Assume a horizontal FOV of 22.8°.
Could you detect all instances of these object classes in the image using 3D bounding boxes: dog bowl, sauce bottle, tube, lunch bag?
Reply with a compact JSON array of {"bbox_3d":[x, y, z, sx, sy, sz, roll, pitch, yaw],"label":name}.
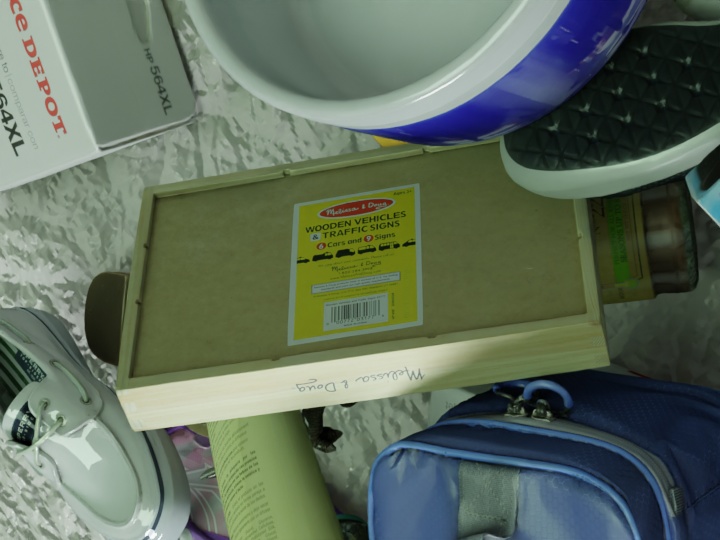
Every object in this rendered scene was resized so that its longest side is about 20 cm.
[{"bbox_3d":[0.023,-0.153,0.720,0.199,0.079,0.201,-6,80,35],"label":"dog bowl"},{"bbox_3d":[0.051,-0.008,0.811,0.199,0.065,0.065,-9,103,11],"label":"sauce bottle"},{"bbox_3d":[-0.039,0.093,0.784,0.058,0.052,0.201,-31,54,14],"label":"tube"},{"bbox_3d":[0.084,0.136,0.737,0.135,0.132,0.201,5,110,35],"label":"lunch bag"}]

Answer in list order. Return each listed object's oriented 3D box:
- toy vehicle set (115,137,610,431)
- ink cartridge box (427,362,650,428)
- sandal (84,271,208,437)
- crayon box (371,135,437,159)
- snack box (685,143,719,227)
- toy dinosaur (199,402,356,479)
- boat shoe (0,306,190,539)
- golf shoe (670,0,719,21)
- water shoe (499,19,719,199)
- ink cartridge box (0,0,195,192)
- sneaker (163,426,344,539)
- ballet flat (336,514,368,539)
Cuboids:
[{"bbox_3d":[0.000,0.000,0.752,0.199,0.125,0.027,-8,134,10],"label":"toy vehicle set"},{"bbox_3d":[0.103,0.151,0.870,0.144,0.084,0.201,21,119,30],"label":"ink cartridge box"},{"bbox_3d":[-0.081,0.039,0.993,0.211,0.069,0.078,19,104,57],"label":"sandal"},{"bbox_3d":[0.006,-0.155,0.827,0.200,0.058,0.119,48,110,14],"label":"crayon box"},{"bbox_3d":[0.231,-0.056,0.643,0.200,0.037,0.116,-43,102,13],"label":"snack box"},{"bbox_3d":[-0.017,0.022,0.889,0.102,0.200,0.077,57,169,-19],"label":"toy dinosaur"},{"bbox_3d":[-0.173,0.089,1.006,0.200,0.067,0.074,39,108,41],"label":"boat shoe"},{"bbox_3d":[0.189,-0.171,0.700,0.091,0.075,0.200,40,129,-6],"label":"golf shoe"},{"bbox_3d":[0.156,-0.062,0.717,0.199,0.079,0.072,-17,53,22],"label":"water shoe"},{"bbox_3d":[-0.206,-0.121,1.012,0.199,0.084,0.147,-15,97,42],"label":"ink cartridge box"},{"bbox_3d":[-0.070,0.119,1.007,0.199,0.080,0.089,17,101,30],"label":"sneaker"},{"bbox_3d":[-0.007,0.199,0.931,0.072,0.072,0.201,34,156,24],"label":"ballet flat"}]
